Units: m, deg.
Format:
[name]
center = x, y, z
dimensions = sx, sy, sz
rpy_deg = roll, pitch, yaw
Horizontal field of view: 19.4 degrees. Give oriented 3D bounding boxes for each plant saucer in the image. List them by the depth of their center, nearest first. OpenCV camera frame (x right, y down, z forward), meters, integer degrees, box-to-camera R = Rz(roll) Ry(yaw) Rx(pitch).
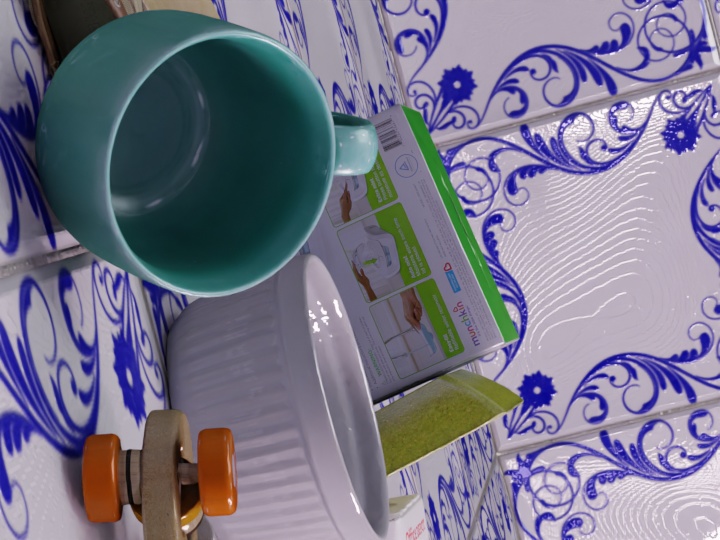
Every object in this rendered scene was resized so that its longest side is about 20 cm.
[plant saucer]
center = 0.022, 0.131, 1.615
dimensions = 0.048, 0.199, 0.200
rpy_deg = 62, 7, 5

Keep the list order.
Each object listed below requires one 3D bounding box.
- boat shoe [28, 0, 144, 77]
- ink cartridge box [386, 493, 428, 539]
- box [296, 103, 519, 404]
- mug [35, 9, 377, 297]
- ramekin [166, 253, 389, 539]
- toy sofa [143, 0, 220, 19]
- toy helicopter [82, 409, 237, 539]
[boat shoe]
center = -0.154, -0.115, 1.270
dimensions = 0.074, 0.075, 0.201
rpy_deg = -54, 123, -71
[ink cartridge box]
center = 0.014, 0.280, 1.597
dimensions = 0.145, 0.084, 0.201
rpy_deg = -4, 86, -82
[box]
center = 0.000, 0.000, 1.619
dimensions = 0.201, 0.176, 0.097
rpy_deg = 65, 11, 5
[mug]
center = -0.097, -0.064, 1.204
dimensions = 0.185, 0.152, 0.114
rpy_deg = 35, -9, -39
[ramekin]
center = -0.057, 0.097, 1.418
dimensions = 0.200, 0.105, 0.201
rpy_deg = -14, 90, -83
[toy sofa]
center = -0.143, -0.174, 1.453
dimensions = 0.200, 0.097, 0.083
rpy_deg = 65, 37, -53
[toy helicopter]
center = -0.102, 0.177, 1.156
dimensions = 0.132, 0.079, 0.201
rpy_deg = 107, -21, -88
